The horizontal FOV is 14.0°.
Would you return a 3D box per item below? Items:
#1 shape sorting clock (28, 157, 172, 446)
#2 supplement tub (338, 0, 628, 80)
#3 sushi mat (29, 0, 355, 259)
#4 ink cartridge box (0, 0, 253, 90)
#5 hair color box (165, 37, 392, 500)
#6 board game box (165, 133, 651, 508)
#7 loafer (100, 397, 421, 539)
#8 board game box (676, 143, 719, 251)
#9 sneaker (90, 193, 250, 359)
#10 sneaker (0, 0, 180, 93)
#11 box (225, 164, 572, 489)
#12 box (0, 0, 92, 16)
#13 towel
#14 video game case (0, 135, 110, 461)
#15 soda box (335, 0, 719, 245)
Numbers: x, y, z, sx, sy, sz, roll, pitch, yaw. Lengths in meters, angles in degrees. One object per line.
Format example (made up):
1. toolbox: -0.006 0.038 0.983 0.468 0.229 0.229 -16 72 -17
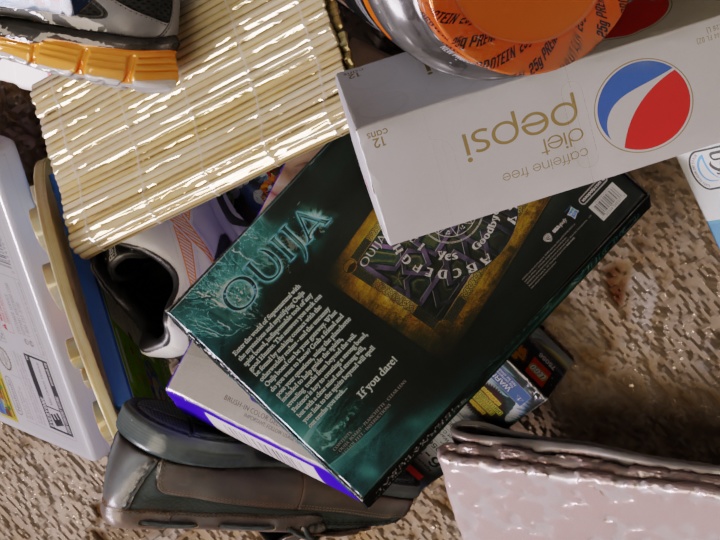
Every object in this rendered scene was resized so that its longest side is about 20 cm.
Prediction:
1. shape sorting clock: -0.138 0.036 1.570 0.039 0.200 0.201 -21 113 6
2. supplement tub: 0.042 -0.156 1.293 0.123 0.122 0.200 66 171 -23
3. sushi mat: -0.083 -0.082 1.440 0.199 0.012 0.096 -24 79 37
4. ink cartridge box: -0.116 -0.146 1.496 0.199 0.067 0.118 13 126 22
5. hair color box: 0.000 0.000 1.448 0.109 0.201 0.065 25 169 13
6. board game box: 0.023 -0.006 1.399 0.135 0.200 0.028 43 175 14
7. loafer: -0.055 0.112 1.523 0.072 0.199 0.063 34 103 46
8. board game box: 0.264 -0.025 1.367 0.199 0.047 0.152 -12 115 37
9. sneaker: -0.113 -0.036 1.525 0.200 0.080 0.074 57 134 27
10. sneaker: -0.179 -0.141 1.430 0.199 0.078 0.078 12 93 3
11. box: -0.002 0.019 1.566 0.200 0.040 0.137 45 134 -5
12. box: -0.145 -0.187 1.392 0.136 0.200 0.038 10 125 25
13. towel: 0.151 0.160 1.555 0.199 0.032 0.192 7 140 27
14. video game case: -0.224 0.000 1.662 0.181 0.023 0.201 17 133 46
15. soda box: 0.094 -0.080 1.348 0.199 0.068 0.064 -18 118 0
